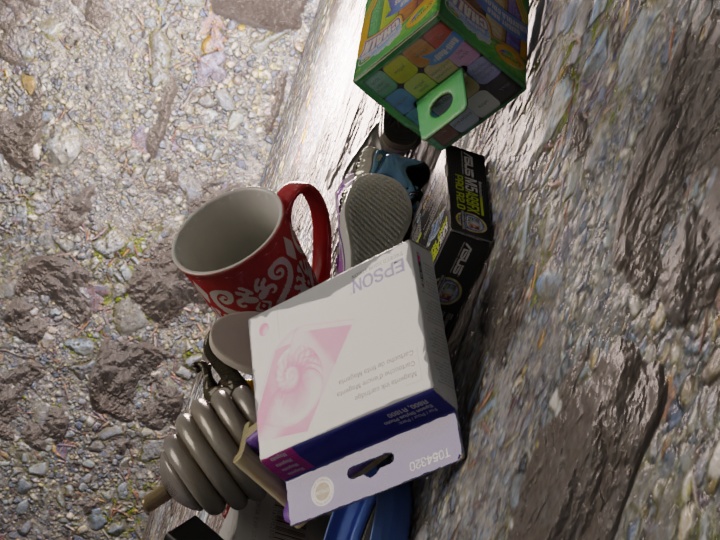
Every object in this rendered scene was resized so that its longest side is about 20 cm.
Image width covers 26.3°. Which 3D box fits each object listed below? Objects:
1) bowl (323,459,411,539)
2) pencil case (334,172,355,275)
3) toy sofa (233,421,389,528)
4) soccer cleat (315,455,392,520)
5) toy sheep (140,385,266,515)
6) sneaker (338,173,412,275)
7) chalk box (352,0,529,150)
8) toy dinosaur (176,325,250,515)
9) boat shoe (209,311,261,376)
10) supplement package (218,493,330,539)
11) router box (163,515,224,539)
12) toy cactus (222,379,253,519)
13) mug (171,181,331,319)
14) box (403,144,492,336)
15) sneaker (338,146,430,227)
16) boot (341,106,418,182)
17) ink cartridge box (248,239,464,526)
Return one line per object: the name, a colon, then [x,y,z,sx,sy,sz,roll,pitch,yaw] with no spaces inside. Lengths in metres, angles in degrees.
bowl: [-0.001,0.273,1.447,0.201,0.039,0.202,-163,90,-79]
pencil case: [0.007,-0.035,1.783,0.086,0.084,0.200,-56,18,28]
toy sofa: [-0.022,0.141,1.440,0.200,0.083,0.098,-40,19,21]
soccer cleat: [-0.040,0.194,1.584,0.200,0.085,0.069,-45,26,47]
toy sheep: [-0.142,0.191,1.615,0.200,0.138,0.138,-39,8,-7]
sneaker: [-0.001,0.000,1.570,0.115,0.072,0.201,113,169,-49]
chalk box: [0.078,-0.213,1.490,0.124,0.124,0.201,-34,32,35]
toy dinosaur: [-0.149,0.159,1.725,0.102,0.077,0.201,22,103,40]
boat shoe: [-0.068,0.105,1.662,0.093,0.199,0.075,111,171,-59]
supplement package: [-0.111,0.349,1.688,0.117,0.117,0.201,-87,17,-57]
router box: [-0.134,0.370,1.582,0.051,0.200,0.150,-28,-32,-52]
toy cactus: [-0.123,0.206,1.802,0.165,0.102,0.201,135,155,-72]
mug: [-0.087,0.014,1.710,0.177,0.201,0.134,-31,38,-3]
box: [0.069,0.001,1.511,0.161,0.044,0.201,-89,19,-56]
sneaker: [0.030,-0.067,1.679,0.201,0.089,0.079,-73,-19,-46]
boot: [0.033,-0.182,1.975,0.200,0.072,0.183,113,172,-65]
ink cartridge box: [-0.010,0.100,1.362,0.196,0.043,0.201,-26,56,29]
